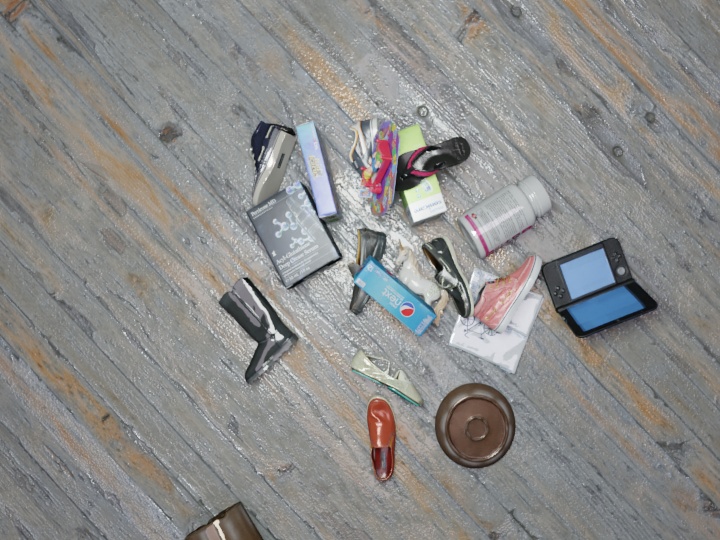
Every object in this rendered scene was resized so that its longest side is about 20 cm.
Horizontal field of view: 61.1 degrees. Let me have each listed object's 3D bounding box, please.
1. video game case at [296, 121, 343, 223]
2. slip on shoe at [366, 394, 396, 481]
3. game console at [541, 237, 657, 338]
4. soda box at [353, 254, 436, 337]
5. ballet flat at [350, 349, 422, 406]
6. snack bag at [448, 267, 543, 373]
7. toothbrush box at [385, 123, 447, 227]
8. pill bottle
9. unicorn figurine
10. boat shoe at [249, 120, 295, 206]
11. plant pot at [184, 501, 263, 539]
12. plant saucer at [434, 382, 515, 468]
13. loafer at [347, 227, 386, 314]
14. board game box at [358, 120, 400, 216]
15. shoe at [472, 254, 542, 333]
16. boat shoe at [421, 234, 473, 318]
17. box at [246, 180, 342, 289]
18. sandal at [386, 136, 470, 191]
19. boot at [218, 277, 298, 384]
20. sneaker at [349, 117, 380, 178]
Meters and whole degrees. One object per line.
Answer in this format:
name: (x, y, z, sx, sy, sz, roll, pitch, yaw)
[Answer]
video game case: (-0.090, -0.217, 1.395, 0.044, 0.181, 0.206, -14, 89, 2)
slip on shoe: (0.051, 0.400, 1.452, 0.072, 0.061, 0.207, -3, 89, 4)
game console: (0.545, 0.035, 1.402, 0.195, 0.118, 0.175, -21, 90, 2)
soda box: (0.077, 0.057, 1.380, 0.199, 0.068, 0.064, 40, 99, -7)
ballet flat: (0.070, 0.252, 1.450, 0.196, 0.067, 0.064, 28, 81, 2)
snack bag: (0.320, 0.121, 1.460, 0.184, 0.021, 0.205, 23, 91, 2)
toothbrush box: (0.124, -0.213, 1.405, 0.084, 0.146, 0.205, -18, 89, 2)
pill bottle: (0.333, -0.126, 1.413, 0.197, 0.113, 0.115, -32, 89, 2)
unicorn figurine: (0.125, 0.033, 1.450, 0.197, 0.074, 0.139, 32, 90, -14)
boat shoe: (-0.231, -0.258, 1.466, 0.091, 0.074, 0.204, 27, 95, 23)
plant pot: (-0.298, 0.666, 1.408, 0.197, 0.200, 0.201, -32, 82, 2)
plant saucer: (0.276, 0.374, 1.458, 0.194, 0.032, 0.207, 0, 90, 1)
loafer: (0.000, 0.000, 1.442, 0.071, 0.073, 0.206, 17, 81, -16)
board game box: (0.033, -0.223, 1.325, 0.038, 0.158, 0.206, 3, 100, -20)
shoe: (0.336, 0.038, 1.414, 0.090, 0.071, 0.203, 30, 92, 0)
boat shoe: (0.204, 0.021, 1.427, 0.066, 0.072, 0.204, -17, 76, -21)
box: (-0.151, -0.083, 1.436, 0.146, 0.107, 0.203, -29, 88, 3)
sandal: (0.144, -0.235, 1.309, 0.196, 0.045, 0.077, -24, 89, 1)
boot: (-0.270, 0.142, 1.460, 0.164, 0.066, 0.201, -42, 92, -7)
sneaker: (0.019, -0.251, 1.444, 0.077, 0.078, 0.206, -6, 95, 13)
